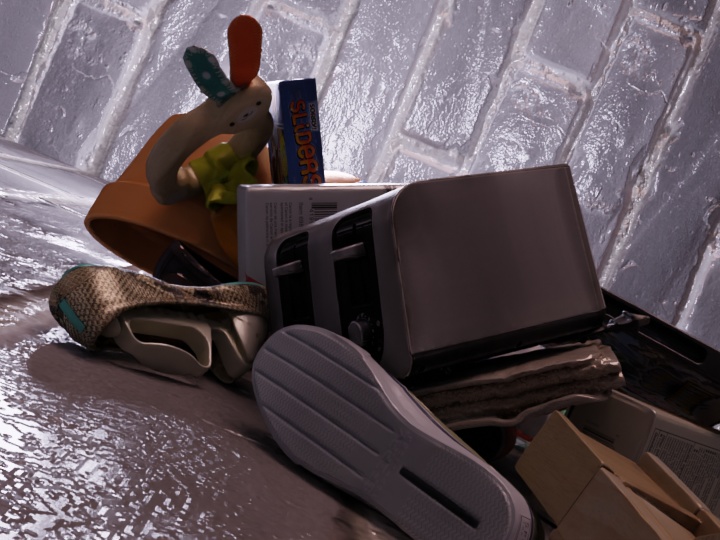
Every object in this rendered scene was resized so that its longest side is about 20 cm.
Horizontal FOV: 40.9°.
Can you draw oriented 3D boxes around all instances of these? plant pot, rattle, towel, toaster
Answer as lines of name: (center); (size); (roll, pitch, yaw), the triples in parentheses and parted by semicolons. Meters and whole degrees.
plant pot: (-0.166, -0.068, 1.003); (0.199, 0.141, 0.200); (19, -18, 6)
rattle: (-0.100, -0.092, 0.815); (0.129, 0.144, 0.200); (-5, -26, -34)
towel: (0.070, 0.081, 0.630); (0.198, 0.035, 0.132); (-12, -3, 13)
toaster: (0.052, 0.008, 0.658); (0.199, 0.120, 0.180); (-10, -2, -31)

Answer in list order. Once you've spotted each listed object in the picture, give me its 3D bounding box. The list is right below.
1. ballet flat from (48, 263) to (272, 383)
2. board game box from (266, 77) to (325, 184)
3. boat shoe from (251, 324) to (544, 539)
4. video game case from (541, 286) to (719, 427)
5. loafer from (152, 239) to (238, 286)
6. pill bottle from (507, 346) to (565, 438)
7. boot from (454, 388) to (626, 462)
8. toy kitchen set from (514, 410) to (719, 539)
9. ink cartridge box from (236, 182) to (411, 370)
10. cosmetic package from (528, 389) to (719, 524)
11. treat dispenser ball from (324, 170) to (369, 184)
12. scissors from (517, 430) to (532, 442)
ballet flat: (-0.116, 0.043, 0.656); (0.199, 0.068, 0.075); (12, 31, -52)
board game box: (-0.059, -0.077, 0.905); (0.034, 0.202, 0.135); (-7, 12, -11)
boat shoe: (0.015, 0.101, 0.533); (0.200, 0.072, 0.062); (37, -3, 37)
video game case: (0.216, 0.067, 0.780); (0.180, 0.026, 0.200); (30, -9, 14)
loafer: (-0.098, 0.035, 0.891); (0.199, 0.063, 0.072); (22, 0, -10)
pill bottle: (0.119, 0.092, 0.999); (0.199, 0.120, 0.120); (24, 2, 24)
boot: (0.135, 0.116, 0.797); (0.199, 0.069, 0.188); (4, -3, -24)
toy kitchen set: (0.213, 0.107, 0.438); (0.163, 0.181, 0.200); (30, 10, -23)
ink cartridge box: (0.000, 0.000, 0.805); (0.198, 0.146, 0.084); (-1, 7, -12)
cosmetic package: (0.227, 0.158, 0.716); (0.199, 0.106, 0.071); (23, 0, -38)
treat dispenser ball: (-0.042, -0.029, 1.260); (0.200, 0.202, 0.201); (23, 2, -1)
scissors: (0.237, 0.197, 1.089); (0.199, 0.014, 0.073); (21, 2, -26)
